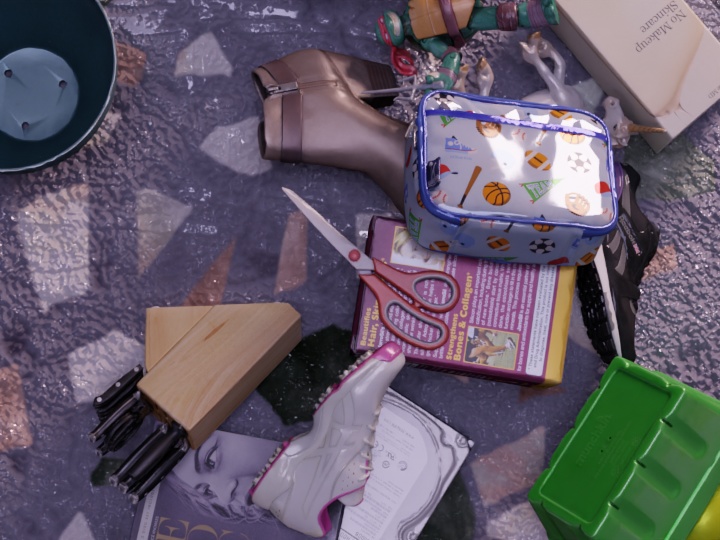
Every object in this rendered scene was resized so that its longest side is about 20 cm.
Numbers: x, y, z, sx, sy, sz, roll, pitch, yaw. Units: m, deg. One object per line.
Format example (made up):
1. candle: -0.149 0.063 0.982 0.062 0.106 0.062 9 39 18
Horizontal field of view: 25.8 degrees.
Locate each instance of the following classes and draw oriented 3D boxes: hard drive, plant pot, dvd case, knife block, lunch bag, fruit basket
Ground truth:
1. hard drive: 0.000 0.211 1.491 0.139 0.038 0.201 33 84 3
2. plant pot: -0.320 -0.180 1.479 0.198 0.135 0.202 0 83 -1
3. dvd case: -0.115 0.229 1.467 0.198 0.016 0.150 9 79 15
4. knife block: -0.151 0.124 1.462 0.198 0.064 0.177 -2 68 -2
5. lunch bag: 0.132 -0.089 1.431 0.198 0.076 0.162 8 57 -10
6. fruit basket: 0.282 0.207 1.469 0.214 0.155 0.218 -15 115 -33

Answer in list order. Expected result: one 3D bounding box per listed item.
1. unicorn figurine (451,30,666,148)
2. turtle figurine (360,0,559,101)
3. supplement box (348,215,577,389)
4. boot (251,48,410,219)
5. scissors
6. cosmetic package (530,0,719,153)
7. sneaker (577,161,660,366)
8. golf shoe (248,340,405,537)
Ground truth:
1. unicorn figurine: 0.177 -0.159 1.530 0.199 0.074 0.138 -24 95 10
2. turtle figurine: 0.080 -0.246 1.481 0.198 0.101 0.151 -18 102 11
3. supplement box: 0.096 0.033 1.482 0.198 0.103 0.132 10 83 -1
4. boot: -0.024 -0.123 1.502 0.145 0.070 0.201 -8 63 -18
5. scissors: 0.000 0.000 1.424 0.199 0.014 0.074 29 85 1
6. cosmetic package: 0.269 -0.227 1.535 0.103 0.073 0.200 -40 85 -6
7. sneaker: 0.254 -0.008 1.509 0.087 0.076 0.202 -10 83 -9
8. golf shoe: -0.012 0.154 1.413 0.091 0.075 0.200 40 107 6
